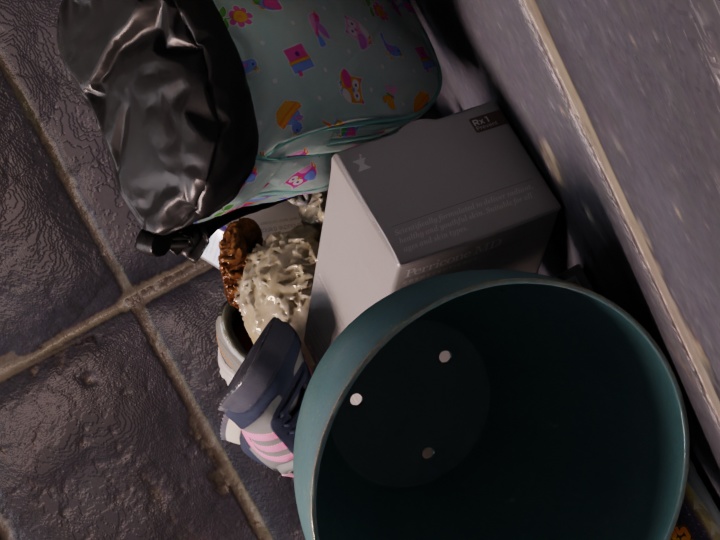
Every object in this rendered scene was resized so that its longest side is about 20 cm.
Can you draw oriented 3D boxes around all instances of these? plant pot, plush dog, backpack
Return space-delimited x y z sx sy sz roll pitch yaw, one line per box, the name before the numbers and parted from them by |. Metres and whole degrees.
plant pot | 0.049 0.087 0.938 0.201 0.200 0.135 63 169 -21
plush dog | 0.000 0.000 1.210 0.200 0.172 0.161 44 170 18
backpack | -0.053 -0.103 1.014 0.200 0.126 0.168 -11 -101 -50

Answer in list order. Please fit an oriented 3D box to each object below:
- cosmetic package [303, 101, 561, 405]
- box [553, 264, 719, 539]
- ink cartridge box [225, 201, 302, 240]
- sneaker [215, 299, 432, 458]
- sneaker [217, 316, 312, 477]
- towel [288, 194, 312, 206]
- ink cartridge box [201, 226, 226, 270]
cosmetic package | 0.036 0.004 1.050 0.090 0.106 0.200 61 161 24
box | 0.154 0.105 1.037 0.201 0.040 0.137 62 179 15
ink cartridge box | -0.047 -0.093 1.361 0.201 0.197 0.043 64 145 25
sneaker | -0.022 0.079 1.265 0.200 0.074 0.079 25 156 22
sneaker | -0.039 0.084 1.126 0.082 0.070 0.200 31 168 5
towel | -0.042 -0.154 1.202 0.193 0.034 0.201 -125 45 -75
ink cartridge box | -0.025 -0.037 1.389 0.200 0.200 0.041 33 129 10
